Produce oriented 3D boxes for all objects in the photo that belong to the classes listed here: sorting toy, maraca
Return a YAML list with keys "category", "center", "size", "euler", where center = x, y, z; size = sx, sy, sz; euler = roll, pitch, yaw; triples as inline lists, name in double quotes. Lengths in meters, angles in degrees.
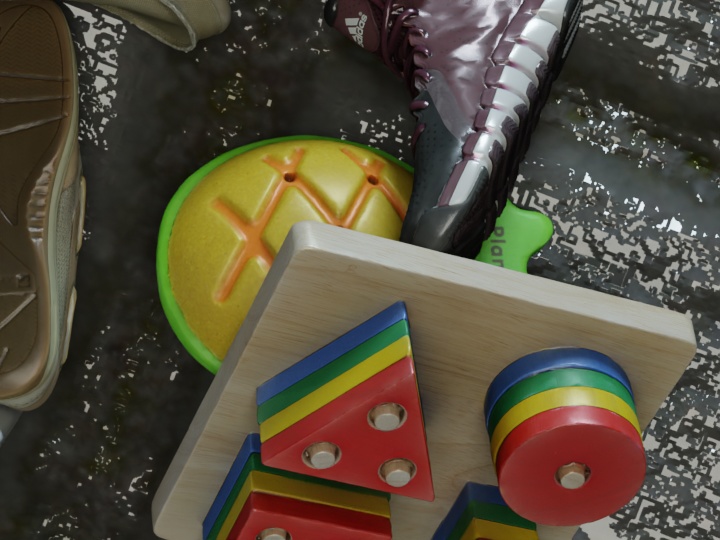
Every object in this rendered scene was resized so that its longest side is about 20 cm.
- category: "sorting toy"
  center: [0.029, 0.091, 1.189]
  size: [0.199, 0.070, 0.199]
  euler: [14, 130, -18]
- category: "maraca"
  center: [0.000, 0.000, 1.239]
  size: [0.198, 0.107, 0.138]
  euler: [1, 73, -14]

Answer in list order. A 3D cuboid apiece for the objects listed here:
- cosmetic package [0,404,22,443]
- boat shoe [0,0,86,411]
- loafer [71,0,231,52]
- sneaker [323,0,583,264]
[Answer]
- category: "cosmetic package"
  center: [-0.279, 0.096, 1.196]
  size: [0.167, 0.200, 0.167]
  euler: [36, 95, -4]
- category: "boat shoe"
  center: [-0.167, -0.033, 1.255]
  size: [0.072, 0.065, 0.202]
  euler: [-3, 77, 8]
- category: "loafer"
  center: [-0.155, -0.153, 1.221]
  size: [0.199, 0.076, 0.069]
  euler: [29, 77, -14]
- category: "sneaker"
  center: [0.026, -0.086, 1.220]
  size: [0.115, 0.076, 0.201]
  euler: [20, 53, 9]
